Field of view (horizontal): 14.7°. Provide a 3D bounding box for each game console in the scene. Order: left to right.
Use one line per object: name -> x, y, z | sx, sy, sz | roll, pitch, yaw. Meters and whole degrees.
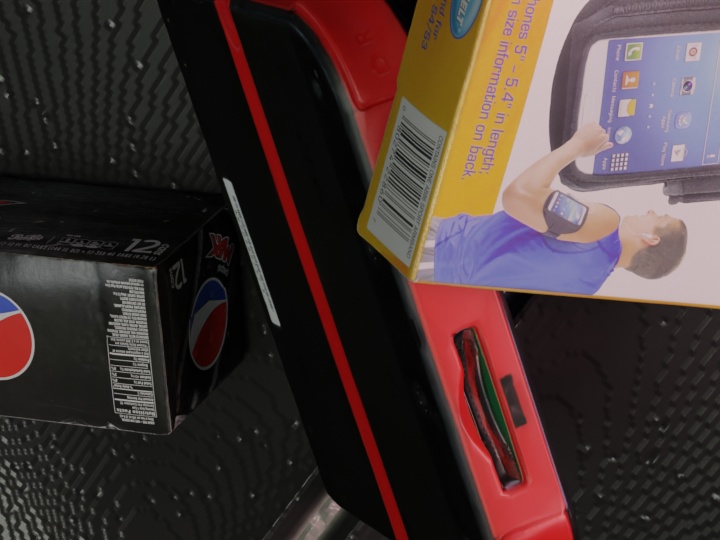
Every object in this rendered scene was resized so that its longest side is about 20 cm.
game console -> 0.000, 0.000, 0.873 | 0.031, 0.177, 0.201 | -22, 106, -15

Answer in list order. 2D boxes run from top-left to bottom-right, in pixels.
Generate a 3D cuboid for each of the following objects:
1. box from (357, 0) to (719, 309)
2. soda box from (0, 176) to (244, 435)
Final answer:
box -> 0.106, -0.050, 0.783 | 0.199, 0.041, 0.120 | 5, 111, -27
soda box -> -0.144, 0.006, 0.969 | 0.199, 0.071, 0.064 | 6, 113, 20
